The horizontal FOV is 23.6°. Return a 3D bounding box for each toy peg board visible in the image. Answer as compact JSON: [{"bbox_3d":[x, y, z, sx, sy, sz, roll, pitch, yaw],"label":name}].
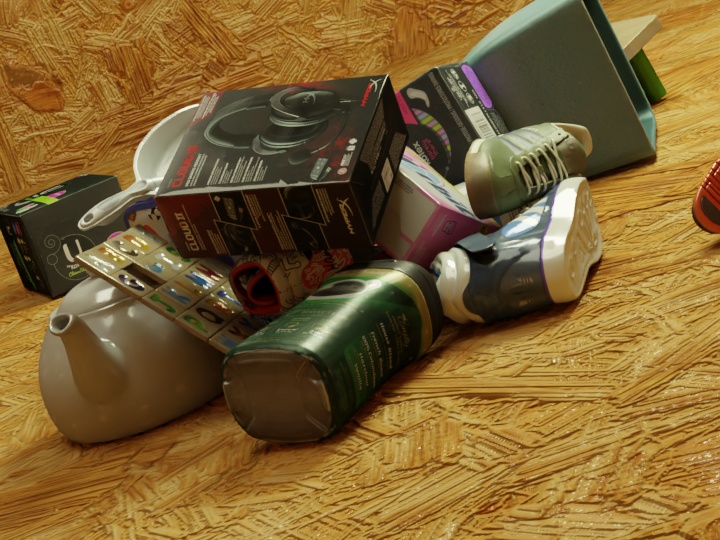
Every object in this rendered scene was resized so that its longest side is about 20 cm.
[{"bbox_3d":[0.270,-0.214,2.161,0.199,0.098,0.200,-44,22,-26],"label":"toy peg board"}]

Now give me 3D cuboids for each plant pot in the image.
[{"bbox_3d":[0.199,-0.194,1.922,0.200,0.196,0.196,-24,11,15],"label":"plant pot"}]

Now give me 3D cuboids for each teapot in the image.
[{"bbox_3d":[-0.211,0.056,1.565,0.197,0.146,0.200,-26,13,-29],"label":"teapot"}]

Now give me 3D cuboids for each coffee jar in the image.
[{"bbox_3d":[-0.017,0.060,1.376,0.104,0.085,0.200,-3,20,33],"label":"coffee jar"}]

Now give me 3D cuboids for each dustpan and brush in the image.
[{"bbox_3d":[-0.179,-0.085,1.614,0.200,0.057,0.140,-40,55,-18],"label":"dustpan and brush"}]

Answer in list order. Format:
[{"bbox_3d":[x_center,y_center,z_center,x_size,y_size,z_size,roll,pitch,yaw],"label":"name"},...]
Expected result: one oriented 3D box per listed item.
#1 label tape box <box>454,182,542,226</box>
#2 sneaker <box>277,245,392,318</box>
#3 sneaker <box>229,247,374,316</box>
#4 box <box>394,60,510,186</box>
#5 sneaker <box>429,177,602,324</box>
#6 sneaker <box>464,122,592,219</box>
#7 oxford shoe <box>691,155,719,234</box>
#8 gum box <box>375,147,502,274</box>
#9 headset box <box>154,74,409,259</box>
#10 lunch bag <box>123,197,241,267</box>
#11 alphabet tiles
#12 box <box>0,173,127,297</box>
[{"bbox_3d":[0.115,-0.057,1.731,0.143,0.066,0.200,-22,14,-8],"label":"label tape box"},{"bbox_3d":[0.000,0.001,1.661,0.108,0.067,0.201,-14,17,23],"label":"sneaker"},{"bbox_3d":[-0.079,-0.013,1.553,0.108,0.067,0.201,-28,20,-22],"label":"sneaker"},{"bbox_3d":[0.049,-0.120,1.836,0.200,0.122,0.106,-33,-3,24],"label":"box"},{"bbox_3d":[0.125,-0.017,1.499,0.146,0.081,0.200,-11,20,20],"label":"sneaker"},{"bbox_3d":[0.158,-0.099,1.556,0.090,0.067,0.200,-12,10,20],"label":"sneaker"},{"bbox_3d":[0.343,-0.076,1.499,0.200,0.071,0.073,-33,-11,-38],"label":"oxford shoe"},{"bbox_3d":[0.030,-0.070,1.578,0.113,0.066,0.200,19,19,-49],"label":"gum box"},{"bbox_3d":[-0.074,-0.089,1.486,0.200,0.077,0.149,-2,42,21],"label":"headset box"},{"bbox_3d":[-0.153,-0.028,1.760,0.124,0.170,0.200,-33,13,0],"label":"lunch bag"},{"bbox_3d":[-0.149,0.014,1.532,0.008,0.167,0.200,-60,-5,16],"label":"alphabet tiles"},{"bbox_3d":[-0.403,-0.051,2.385,0.148,0.124,0.200,-25,12,-19],"label":"box"}]
